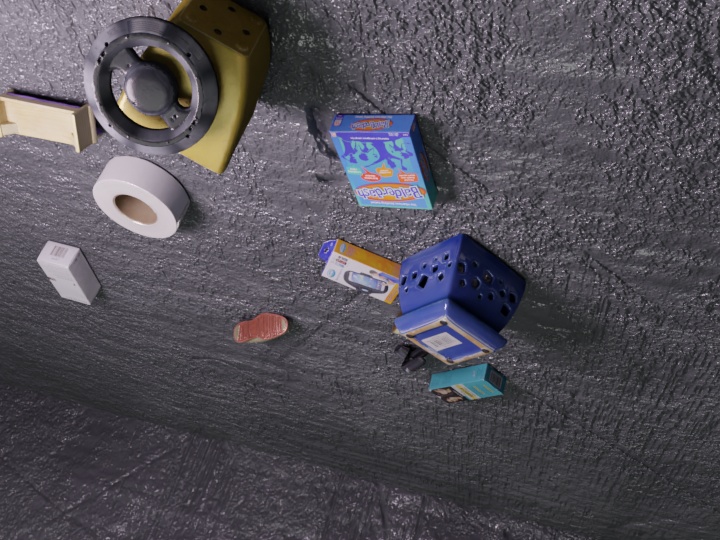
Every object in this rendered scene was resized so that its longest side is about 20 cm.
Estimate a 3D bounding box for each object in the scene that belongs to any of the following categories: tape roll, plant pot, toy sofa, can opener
[{"bbox_3d":[-0.483,-0.159,1.698,0.200,0.071,0.203,14,148,9],"label":"tape roll"},{"bbox_3d":[0.194,0.073,1.576,0.199,0.182,0.199,33,146,-24],"label":"plant pot"},{"bbox_3d":[-0.246,-0.319,1.212,0.194,0.196,0.200,26,134,-11],"label":"plant pot"},{"bbox_3d":[-0.628,-0.309,1.551,0.197,0.098,0.084,12,124,12],"label":"toy sofa"},{"bbox_3d":[0.133,0.223,1.919,0.078,0.064,0.200,20,170,-9],"label":"can opener"}]

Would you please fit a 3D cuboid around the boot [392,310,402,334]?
[{"bbox_3d":[0.174,0.128,1.778,0.153,0.073,0.200,26,154,-9],"label":"boot"}]

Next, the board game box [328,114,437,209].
[{"bbox_3d":[0.045,-0.191,1.376,0.150,0.045,0.201,5,147,23],"label":"board game box"}]

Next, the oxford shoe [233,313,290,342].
[{"bbox_3d":[-0.256,0.158,2.092,0.198,0.072,0.073,-10,164,38],"label":"oxford shoe"}]

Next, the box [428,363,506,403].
[{"bbox_3d":[0.277,0.297,2.006,0.082,0.050,0.199,36,145,-26],"label":"box"}]

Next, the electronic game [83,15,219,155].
[{"bbox_3d":[-0.304,-0.266,1.121,0.197,0.042,0.202,1,118,3],"label":"electronic game"}]

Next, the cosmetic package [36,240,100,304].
[{"bbox_3d":[-0.810,0.009,2.144,0.100,0.075,0.201,13,147,11],"label":"cosmetic package"}]

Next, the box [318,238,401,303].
[{"bbox_3d":[0.000,0.000,1.707,0.198,0.042,0.119,21,149,-6],"label":"box"}]
